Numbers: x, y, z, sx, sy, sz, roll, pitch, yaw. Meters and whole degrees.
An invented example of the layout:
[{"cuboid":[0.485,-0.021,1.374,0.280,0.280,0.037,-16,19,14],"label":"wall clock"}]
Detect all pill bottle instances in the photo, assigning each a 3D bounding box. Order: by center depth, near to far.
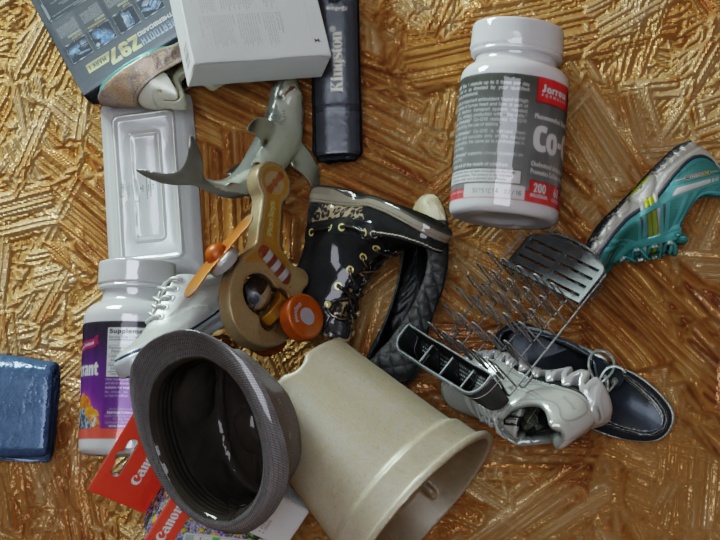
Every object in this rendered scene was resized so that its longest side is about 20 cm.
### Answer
[{"cuboid":[0.154,-0.150,1.711,0.113,0.114,0.202,4,83,10],"label":"pill bottle"},{"cuboid":[-0.235,0.092,1.742,0.110,0.111,0.202,0,81,9],"label":"pill bottle"}]

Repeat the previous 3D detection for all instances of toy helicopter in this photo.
[{"cuboid":[-0.107,-0.019,1.681,0.079,0.131,0.202,-23,56,47],"label":"toy helicopter"}]

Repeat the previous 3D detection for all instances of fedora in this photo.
[{"cuboid":[-0.124,0.144,1.589,0.176,0.090,0.202,-30,83,36],"label":"fedora"}]

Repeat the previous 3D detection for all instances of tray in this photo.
[{"cuboid":[-0.229,-0.090,1.813,0.106,0.022,0.202,-6,81,9],"label":"tray"}]

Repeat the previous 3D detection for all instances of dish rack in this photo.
[{"cuboid":[0.144,0.038,1.657,0.200,0.055,0.153,-49,36,-8],"label":"dish rack"}]

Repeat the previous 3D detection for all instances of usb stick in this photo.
[{"cuboid":[-0.026,-0.213,1.791,0.055,0.033,0.202,-3,81,10],"label":"usb stick"}]

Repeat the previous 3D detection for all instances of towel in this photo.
[{"cuboid":[-0.420,0.144,1.798,0.198,0.049,0.113,4,83,11],"label":"towel"}]

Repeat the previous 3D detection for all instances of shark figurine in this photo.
[{"cuboid":[-0.129,-0.111,1.761,0.089,0.214,0.129,-7,114,45],"label":"shark figurine"}]

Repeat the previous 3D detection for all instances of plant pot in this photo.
[{"cuboid":[-0.001,0.177,1.656,0.183,0.200,0.201,42,90,18],"label":"plant pot"}]

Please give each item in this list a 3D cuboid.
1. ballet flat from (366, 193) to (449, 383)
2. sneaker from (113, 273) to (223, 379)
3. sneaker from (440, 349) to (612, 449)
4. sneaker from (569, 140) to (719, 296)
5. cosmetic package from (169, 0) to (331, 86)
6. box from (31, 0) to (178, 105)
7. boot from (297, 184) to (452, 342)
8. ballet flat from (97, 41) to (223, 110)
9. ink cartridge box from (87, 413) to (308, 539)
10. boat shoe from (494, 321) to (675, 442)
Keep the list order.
[{"cuboid":[0.050,0.018,1.725,0.056,0.066,0.202,14,86,-25],"label":"ballet flat"},{"cuboid":[-0.185,0.044,1.679,0.073,0.200,0.071,-23,98,39],"label":"sneaker"},{"cuboid":[0.149,0.131,1.652,0.199,0.081,0.076,5,125,45],"label":"sneaker"},{"cuboid":[0.291,-0.042,1.696,0.200,0.078,0.080,-45,87,1],"label":"sneaker"},{"cuboid":[-0.126,-0.297,1.764,0.149,0.052,0.202,-7,68,-17],"label":"cosmetic package"},{"cuboid":[-0.251,-0.301,1.831,0.199,0.051,0.159,-32,78,3],"label":"box"},{"cuboid":[0.000,0.000,1.707,0.199,0.073,0.152,18,89,44],"label":"boot"},{"cuboid":[-0.186,-0.214,1.792,0.199,0.068,0.068,-30,67,1],"label":"ballet flat"},{"cuboid":[-0.163,0.232,1.680,0.199,0.050,0.109,26,110,-18],"label":"ink cartridge box"},{"cuboid":[0.225,0.111,1.688,0.199,0.062,0.075,34,90,13],"label":"boat shoe"}]
